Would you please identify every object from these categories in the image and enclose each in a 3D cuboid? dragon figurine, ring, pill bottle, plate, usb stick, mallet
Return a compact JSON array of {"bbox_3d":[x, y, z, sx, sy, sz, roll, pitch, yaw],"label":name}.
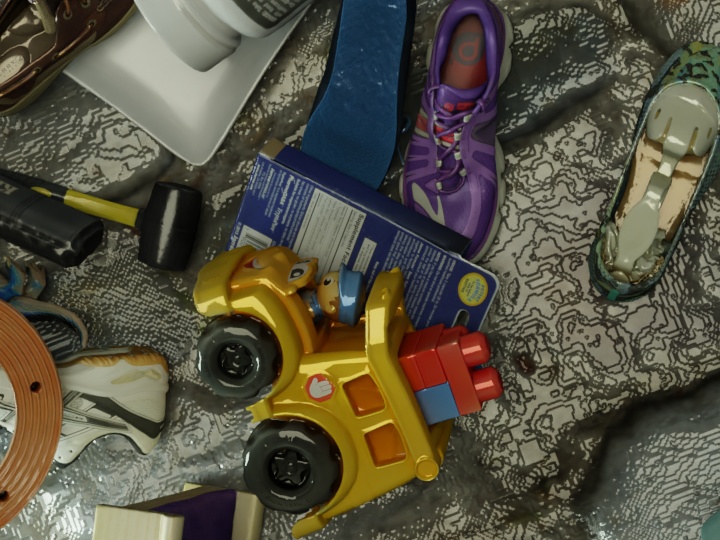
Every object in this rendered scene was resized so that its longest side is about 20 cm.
[{"bbox_3d":[-0.293,0.026,1.590,0.199,0.059,0.100,37,97,11],"label":"dragon figurine"},{"bbox_3d":[-0.309,0.105,1.482,0.199,0.019,0.202,-5,102,-21],"label":"ring"},{"bbox_3d":[-0.065,-0.240,1.490,0.199,0.114,0.114,-36,85,16],"label":"pill bottle"},{"bbox_3d":[-0.142,-0.212,1.581,0.199,0.032,0.201,35,95,7],"label":"plate"},{"bbox_3d":[-0.285,-0.056,1.572,0.199,0.055,0.033,24,127,16],"label":"usb stick"},{"bbox_3d":[-0.213,-0.062,1.592,0.199,0.041,0.066,23,95,12],"label":"mallet"}]

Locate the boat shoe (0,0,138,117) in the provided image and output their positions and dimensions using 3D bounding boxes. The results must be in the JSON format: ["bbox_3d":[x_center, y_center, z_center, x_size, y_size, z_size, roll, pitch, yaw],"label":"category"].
[{"bbox_3d":[-0.224,-0.194,1.542,0.200,0.072,0.072,-43,84,8],"label":"boat shoe"}]

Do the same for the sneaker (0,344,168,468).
[{"bbox_3d":[-0.240,0.106,1.555,0.198,0.076,0.088,-1,98,-11],"label":"sneaker"}]

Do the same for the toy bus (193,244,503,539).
[{"bbox_3d":[-0.003,0.063,1.481,0.191,0.136,0.201,-20,103,17],"label":"toy bus"}]

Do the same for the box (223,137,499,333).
[{"bbox_3d":[0.000,0.000,1.534,0.199,0.032,0.122,28,125,9],"label":"box"}]

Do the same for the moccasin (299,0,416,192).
[{"bbox_3d":[0.009,-0.131,1.532,0.080,0.068,0.201,21,112,5],"label":"moccasin"}]

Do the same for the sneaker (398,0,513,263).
[{"bbox_3d":[0.066,-0.104,1.524,0.080,0.083,0.202,3,92,9],"label":"sneaker"}]

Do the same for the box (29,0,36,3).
[{"bbox_3d":[-0.245,-0.300,1.514,0.099,0.096,0.201,-34,44,7],"label":"box"}]

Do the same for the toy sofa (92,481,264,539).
[{"bbox_3d":[-0.115,0.204,1.494,0.097,0.200,0.084,7,90,15],"label":"toy sofa"}]

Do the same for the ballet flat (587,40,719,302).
[{"bbox_3d":[0.221,-0.070,1.509,0.074,0.074,0.201,19,93,8],"label":"ballet flat"}]

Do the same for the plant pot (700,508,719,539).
[{"bbox_3d":[0.353,0.180,1.435,0.196,0.200,0.201,-38,85,14],"label":"plant pot"}]
